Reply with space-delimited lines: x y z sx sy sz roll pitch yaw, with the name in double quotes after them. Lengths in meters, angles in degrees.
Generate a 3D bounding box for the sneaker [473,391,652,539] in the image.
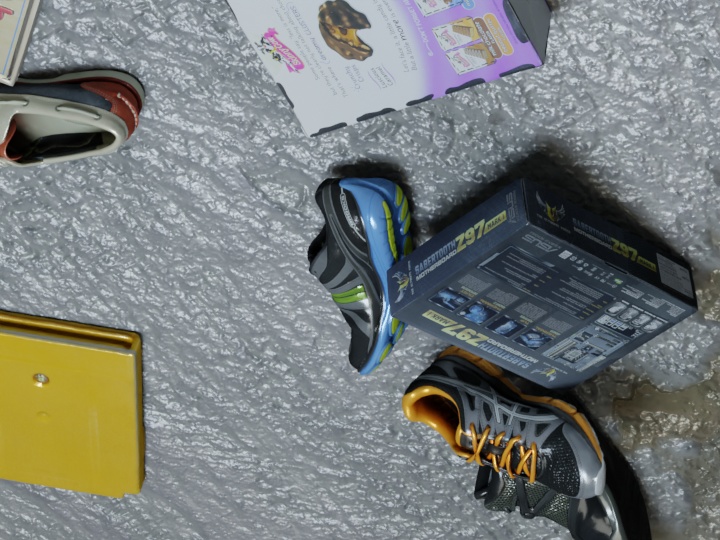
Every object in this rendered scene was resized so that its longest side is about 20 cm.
0.175 0.196 1.971 0.114 0.076 0.200 -21 121 31 "sneaker"

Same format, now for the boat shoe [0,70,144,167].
-0.269 -0.113 1.804 0.199 0.063 0.071 -6 132 21 "boat shoe"

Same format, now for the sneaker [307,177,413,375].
0.000 0.000 1.847 0.082 0.071 0.200 15 136 23 "sneaker"

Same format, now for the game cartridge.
-0.283 0.122 2.046 0.176 0.033 0.200 9 135 5 "game cartridge"

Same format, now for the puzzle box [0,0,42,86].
-0.301 -0.240 1.722 0.133 0.025 0.200 20 133 -6 "puzzle box"

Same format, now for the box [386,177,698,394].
0.145 0.016 1.792 0.200 0.051 0.158 25 135 -34 "box"

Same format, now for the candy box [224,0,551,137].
0.014 -0.204 1.647 0.199 0.072 0.168 -15 127 24 "candy box"

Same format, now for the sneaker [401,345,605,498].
0.118 0.137 1.864 0.200 0.077 0.079 29 132 36 "sneaker"
